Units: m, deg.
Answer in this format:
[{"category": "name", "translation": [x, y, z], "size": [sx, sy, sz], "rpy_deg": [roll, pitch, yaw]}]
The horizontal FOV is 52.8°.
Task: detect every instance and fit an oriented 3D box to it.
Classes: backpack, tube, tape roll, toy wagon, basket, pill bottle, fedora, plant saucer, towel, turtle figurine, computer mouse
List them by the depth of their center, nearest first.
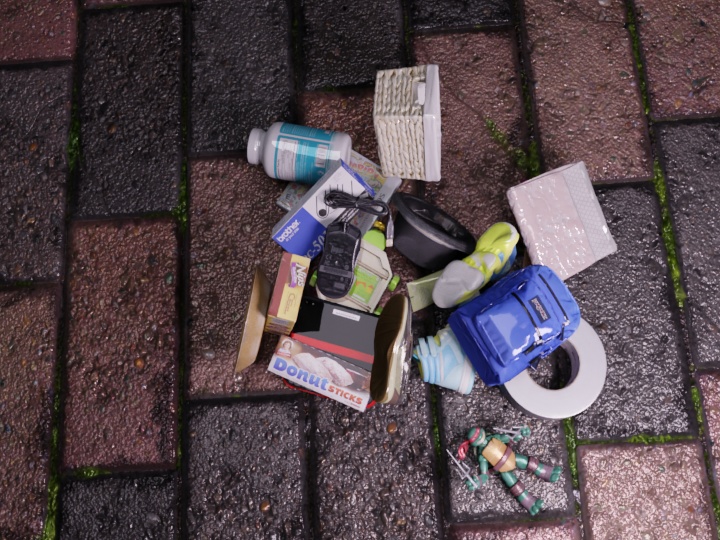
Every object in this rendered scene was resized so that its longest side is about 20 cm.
[{"category": "backpack", "translation": [0.282, 0.090, 1.263], "size": [0.198, 0.168, 0.164], "rpy_deg": [-29, 87, -13]}, {"category": "turtle figurine", "translation": [0.255, 0.336, 1.301], "size": [0.199, 0.101, 0.151], "rpy_deg": [37, 94, -4]}, {"category": "plant saucer", "translation": [-0.197, 0.093, 1.344], "size": [0.035, 0.200, 0.204], "rpy_deg": [12, 75, -10]}, {"category": "tape roll", "translation": [0.353, 0.175, 1.356], "size": [0.196, 0.066, 0.205], "rpy_deg": [-1, 75, 3]}, {"category": "computer mouse", "translation": [-0.008, -0.045, 1.371], "size": [0.137, 0.046, 0.205], "rpy_deg": [7, 97, 4]}, {"category": "towel", "translation": [0.387, -0.092, 1.392], "size": [0.188, 0.032, 0.203], "rpy_deg": [-23, 93, -21]}, {"category": "fedora", "translation": [0.126, -0.063, 1.396], "size": [0.199, 0.200, 0.092], "rpy_deg": [37, 110, 11]}, {"category": "tube", "translation": [0.185, 0.014, 1.411], "size": [0.197, 0.052, 0.059], "rpy_deg": [-24, 90, -6]}, {"category": "basket", "translation": [0.095, -0.283, 1.418], "size": [0.121, 0.201, 0.138], "rpy_deg": [0, 60, 9]}, {"category": "toy wagon", "translation": [0.000, 0.000, 1.421], "size": [0.153, 0.040, 0.202], "rpy_deg": [29, 85, 4]}, {"category": "pill bottle", "translation": [-0.122, -0.232, 1.442], "size": [0.196, 0.111, 0.113], "rpy_deg": [11, 75, 5]}]

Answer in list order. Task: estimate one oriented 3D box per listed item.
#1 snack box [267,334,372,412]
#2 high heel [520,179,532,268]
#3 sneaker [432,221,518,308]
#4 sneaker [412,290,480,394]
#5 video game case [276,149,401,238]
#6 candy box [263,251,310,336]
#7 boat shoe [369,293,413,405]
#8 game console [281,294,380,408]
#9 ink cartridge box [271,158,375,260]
[{"category": "snack box", "translation": [-0.071, 0.191, 1.357], "size": [0.197, 0.024, 0.073], "rpy_deg": [22, 87, 7]}, {"category": "high heel", "translation": [0.331, -0.077, 1.421], "size": [0.094, 0.068, 0.203], "rpy_deg": [-17, 78, -13]}, {"category": "sneaker", "translation": [0.221, 0.008, 1.334], "size": [0.200, 0.105, 0.076], "rpy_deg": [-42, 54, -1]}, {"category": "sneaker", "translation": [0.160, 0.123, 1.373], "size": [0.128, 0.080, 0.204], "rpy_deg": [8, 75, 4]}, {"category": "video game case", "translation": [-0.044, -0.160, 1.488], "size": [0.198, 0.023, 0.184], "rpy_deg": [31, 78, 10]}, {"category": "candy box", "translation": [-0.139, 0.050, 1.343], "size": [0.055, 0.200, 0.119], "rpy_deg": [14, 75, -5]}, {"category": "boat shoe", "translation": [0.065, 0.147, 1.338], "size": [0.064, 0.073, 0.204], "rpy_deg": [23, 73, -37]}, {"category": "game console", "translation": [-0.044, 0.156, 1.386], "size": [0.196, 0.031, 0.180], "rpy_deg": [15, 84, 6]}, {"category": "ink cartridge box", "translation": [-0.073, -0.110, 1.403], "size": [0.094, 0.044, 0.200], "rpy_deg": [40, 109, -22]}]
